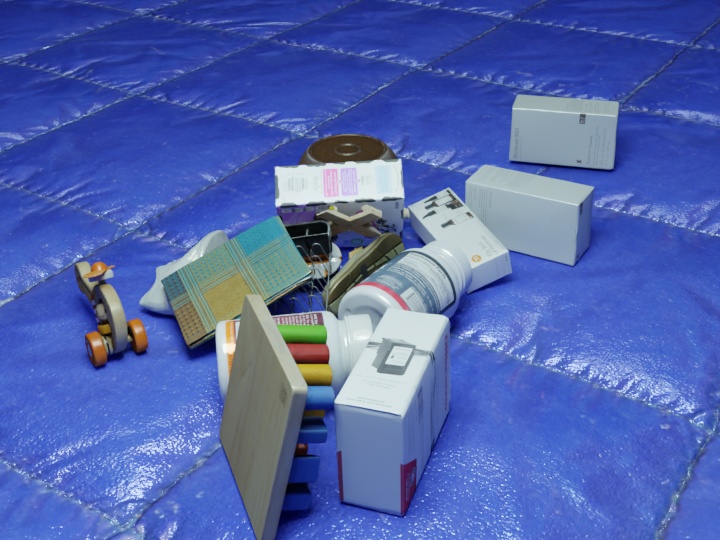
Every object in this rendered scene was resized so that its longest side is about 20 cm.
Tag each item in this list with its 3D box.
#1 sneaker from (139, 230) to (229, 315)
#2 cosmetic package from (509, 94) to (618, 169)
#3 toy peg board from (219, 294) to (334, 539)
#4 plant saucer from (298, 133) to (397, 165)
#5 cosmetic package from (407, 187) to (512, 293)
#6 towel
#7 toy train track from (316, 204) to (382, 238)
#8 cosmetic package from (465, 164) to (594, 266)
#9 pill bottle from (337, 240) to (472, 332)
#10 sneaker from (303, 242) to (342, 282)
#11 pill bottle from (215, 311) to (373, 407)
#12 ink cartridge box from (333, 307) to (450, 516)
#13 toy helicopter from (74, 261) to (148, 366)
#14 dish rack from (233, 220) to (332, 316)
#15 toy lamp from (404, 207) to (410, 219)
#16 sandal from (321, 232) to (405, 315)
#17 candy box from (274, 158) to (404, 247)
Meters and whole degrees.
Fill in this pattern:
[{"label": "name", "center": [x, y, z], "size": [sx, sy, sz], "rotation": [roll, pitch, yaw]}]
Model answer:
[{"label": "sneaker", "center": [-0.273, -0.002, 1.528], "size": [0.088, 0.076, 0.200], "rotation": [-2, 29, 24]}, {"label": "cosmetic package", "center": [0.389, -0.266, 1.884], "size": [0.198, 0.114, 0.081], "rotation": [4, 30, 13]}, {"label": "toy peg board", "center": [-0.079, 0.162, 1.118], "size": [0.097, 0.202, 0.199], "rotation": [2, 26, -24]}, {"label": "plant saucer", "center": [-0.024, -0.224, 1.928], "size": [0.198, 0.035, 0.201], "rotation": [-1, 29, 0]}, {"label": "cosmetic package", "center": [0.155, -0.052, 1.565], "size": [0.082, 0.051, 0.200], "rotation": [-26, 42, -9]}, {"label": "towel", "center": [-0.177, 0.013, 1.398], "size": [0.199, 0.022, 0.147], "rotation": [-30, 49, -3]}, {"label": "toy train track", "center": [-0.045, -0.072, 1.499], "size": [0.114, 0.033, 0.199], "rotation": [21, -28, -40]}, {"label": "cosmetic package", "center": [0.273, -0.093, 1.607], "size": [0.198, 0.114, 0.081], "rotation": [16, 35, 26]}, {"label": "pill bottle", "center": [0.070, 0.038, 1.383], "size": [0.119, 0.121, 0.200], "rotation": [18, 35, 31]}, {"label": "sneaker", "center": [-0.120, -0.005, 1.528], "size": [0.197, 0.079, 0.077], "rotation": [-3, -1, 10]}, {"label": "pill bottle", "center": [-0.083, 0.114, 1.267], "size": [0.197, 0.115, 0.115], "rotation": [-5, 30, -5]}, {"label": "ink cartridge box", "center": [0.042, 0.159, 1.150], "size": [0.082, 0.147, 0.200], "rotation": [7, 31, 17]}, {"label": "toy helicopter", "center": [-0.375, 0.034, 1.401], "size": [0.078, 0.134, 0.200], "rotation": [-18, 33, -25]}, {"label": "dish rack", "center": [-0.114, 0.026, 1.413], "size": [0.152, 0.055, 0.202], "rotation": [-9, 49, 13]}, {"label": "toy lamp", "center": [0.039, -0.095, 1.680], "size": [0.197, 0.059, 0.058], "rotation": [-1, 30, 0]}, {"label": "sandal", "center": [0.000, 0.000, 1.503], "size": [0.054, 0.081, 0.200], "rotation": [14, 37, 39]}, {"label": "candy box", "center": [-0.031, -0.101, 1.562], "size": [0.197, 0.168, 0.072], "rotation": [-4, 66, 0]}]
